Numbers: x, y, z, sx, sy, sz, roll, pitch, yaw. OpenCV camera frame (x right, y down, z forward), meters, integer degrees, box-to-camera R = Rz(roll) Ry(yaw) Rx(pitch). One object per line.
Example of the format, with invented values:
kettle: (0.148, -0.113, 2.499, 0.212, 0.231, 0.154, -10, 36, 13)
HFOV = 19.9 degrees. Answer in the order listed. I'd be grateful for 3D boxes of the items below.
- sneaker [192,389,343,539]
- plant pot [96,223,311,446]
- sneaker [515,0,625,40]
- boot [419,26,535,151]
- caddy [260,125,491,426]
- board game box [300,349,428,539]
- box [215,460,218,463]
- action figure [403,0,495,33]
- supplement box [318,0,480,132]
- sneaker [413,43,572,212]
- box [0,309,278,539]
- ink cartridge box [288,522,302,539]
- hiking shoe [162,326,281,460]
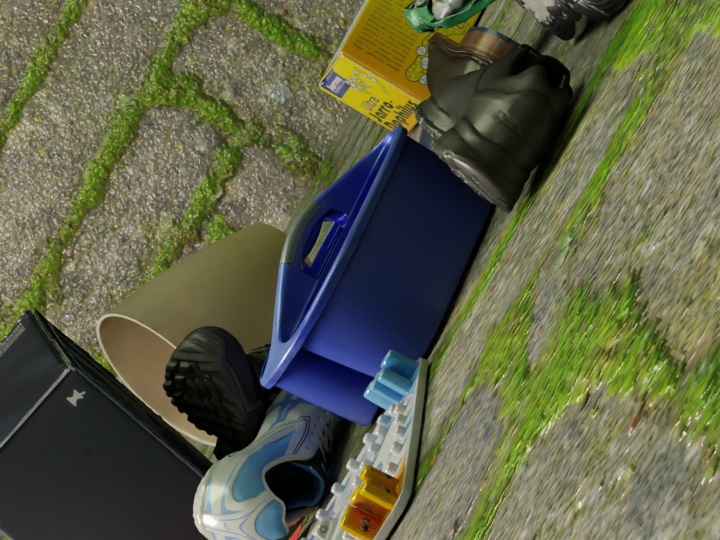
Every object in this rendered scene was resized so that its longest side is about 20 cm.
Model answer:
sneaker: (-0.045, 0.130, 1.383, 0.200, 0.072, 0.072, -47, -37, -60)
plant pot: (-0.143, 0.049, 2.166, 0.200, 0.187, 0.187, -48, -1, -26)
sneaker: (0.140, -0.205, 1.285, 0.080, 0.077, 0.200, -52, 5, -5)
boot: (0.065, -0.119, 1.510, 0.097, 0.075, 0.200, -59, 7, -6)
caddy: (0.000, 0.000, 1.323, 0.141, 0.105, 0.200, -51, 11, 55)
board game box: (-0.025, 0.160, 1.173, 0.200, 0.026, 0.200, -59, 6, 19)
box: (-0.117, 0.214, 1.636, 0.201, 0.049, 0.160, -61, 7, -5)
action figure: (0.108, -0.229, 1.489, 0.200, 0.055, 0.118, -34, 9, 33)
supplement box: (0.056, -0.259, 2.113, 0.201, 0.109, 0.109, -62, 5, -18)
sneaker: (0.090, -0.096, 1.261, 0.091, 0.076, 0.200, -50, 14, 7)
box: (-0.186, 0.150, 1.449, 0.123, 0.200, 0.198, -49, 19, -4)
ink cartridge box: (-0.114, 0.267, 1.337, 0.161, 0.050, 0.200, -55, 10, 46)
hiking shoe: (-0.076, 0.079, 1.470, 0.101, 0.076, 0.200, -57, -26, -21)
